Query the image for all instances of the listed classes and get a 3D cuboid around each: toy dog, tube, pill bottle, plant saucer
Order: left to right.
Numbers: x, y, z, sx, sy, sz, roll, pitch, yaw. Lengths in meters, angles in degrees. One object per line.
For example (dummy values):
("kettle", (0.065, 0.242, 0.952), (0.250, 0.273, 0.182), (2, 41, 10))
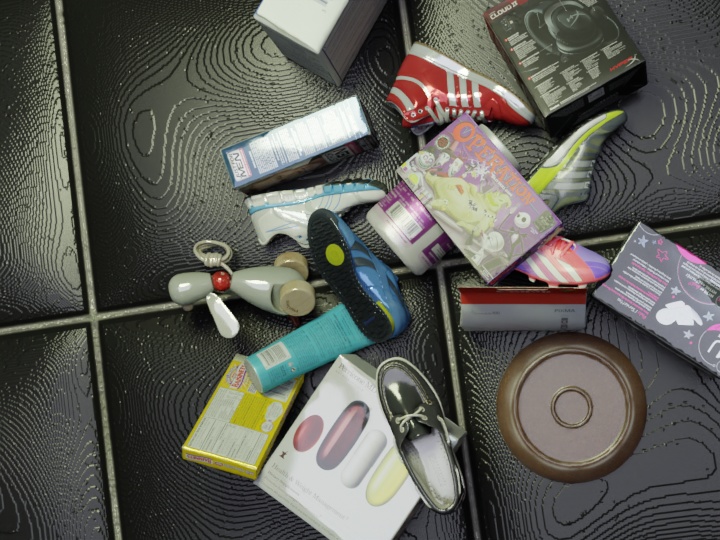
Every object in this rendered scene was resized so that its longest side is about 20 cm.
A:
("toy dog", (-0.151, 0.038, 1.698), (0.199, 0.132, 0.097), (8, 125, 13))
("tube", (-0.058, 0.098, 1.680), (0.199, 0.050, 0.078), (-26, 86, -18))
("pill bottle", (0.114, -0.098, 1.659), (0.200, 0.112, 0.112), (-41, 81, 3))
("plant saucer", (0.278, 0.181, 1.650), (0.199, 0.034, 0.202), (-1, 86, 9))

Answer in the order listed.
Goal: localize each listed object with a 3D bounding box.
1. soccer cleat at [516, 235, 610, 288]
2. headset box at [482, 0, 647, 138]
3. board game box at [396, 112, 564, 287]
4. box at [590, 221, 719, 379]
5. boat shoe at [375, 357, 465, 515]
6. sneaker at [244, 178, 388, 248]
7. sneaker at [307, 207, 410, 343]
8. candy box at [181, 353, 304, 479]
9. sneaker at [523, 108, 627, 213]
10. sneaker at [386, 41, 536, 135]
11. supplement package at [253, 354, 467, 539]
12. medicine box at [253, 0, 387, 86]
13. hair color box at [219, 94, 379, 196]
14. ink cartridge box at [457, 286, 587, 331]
("soccer cleat", (0.218, -0.031, 1.570), (0.199, 0.067, 0.077), (14, 121, 33))
("headset box", (0.266, -0.302, 1.656), (0.148, 0.077, 0.201), (-30, 67, 5))
("board game box", (0.148, -0.090, 1.571), (0.120, 0.032, 0.200), (-38, 67, 0))
("box", (0.404, 0.042, 1.593), (0.200, 0.132, 0.115), (34, 93, 9))
("boat shoe", (0.071, 0.201, 1.515), (0.074, 0.060, 0.201), (-20, 85, 6))
("sneaker", (-0.055, -0.076, 1.710), (0.199, 0.075, 0.087), (-9, 94, 13))
("sneaker", (0.000, 0.000, 1.682), (0.066, 0.078, 0.201), (-31, 93, 40))
("candy box", (-0.151, 0.188, 1.645), (0.102, 0.200, 0.027), (13, 126, 10))
("sneaker", (0.285, -0.135, 1.666), (0.200, 0.074, 0.081), (-45, 97, 4))
("sneaker", (0.130, -0.216, 1.686), (0.199, 0.071, 0.113), (30, 86, 17))
("supplement package", (0.004, 0.244, 1.628), (0.191, 0.147, 0.201), (34, 92, 10))
("medicine box", (-0.038, -0.365, 1.659), (0.103, 0.200, 0.183), (30, 90, 7))
("hair color box", (-0.080, -0.167, 1.699), (0.199, 0.100, 0.061), (-21, 84, 7))
("ink cartridge box", (0.206, 0.051, 1.586), (0.161, 0.200, 0.057), (0, 89, 8))
